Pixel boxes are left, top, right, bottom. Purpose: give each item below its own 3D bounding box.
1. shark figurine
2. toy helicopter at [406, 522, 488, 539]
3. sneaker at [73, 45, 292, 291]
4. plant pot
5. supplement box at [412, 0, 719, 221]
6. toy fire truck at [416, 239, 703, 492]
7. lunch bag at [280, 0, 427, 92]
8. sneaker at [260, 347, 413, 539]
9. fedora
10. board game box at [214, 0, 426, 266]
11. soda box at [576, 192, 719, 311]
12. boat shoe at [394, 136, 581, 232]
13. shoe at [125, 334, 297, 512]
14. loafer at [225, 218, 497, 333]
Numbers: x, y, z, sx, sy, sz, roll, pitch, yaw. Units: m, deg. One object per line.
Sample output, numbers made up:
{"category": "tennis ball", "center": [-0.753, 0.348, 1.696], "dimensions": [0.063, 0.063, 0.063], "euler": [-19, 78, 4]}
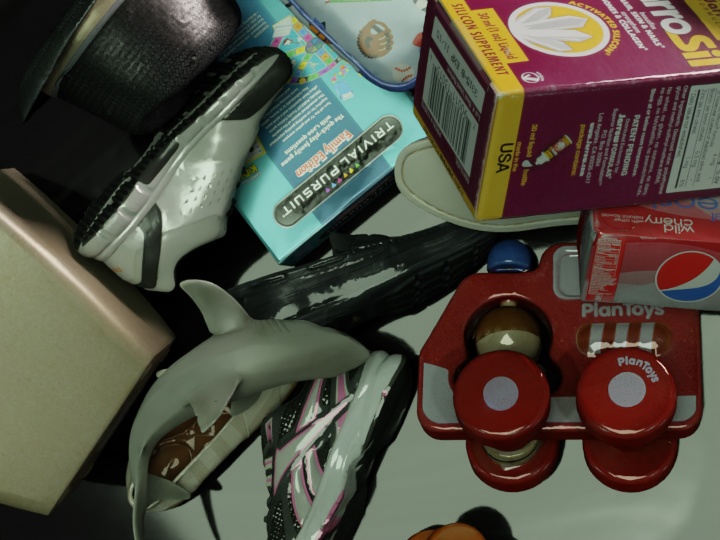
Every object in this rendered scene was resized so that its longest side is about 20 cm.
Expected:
{"category": "shark figurine", "center": [-0.110, 0.099, 1.262], "dimensions": [0.128, 0.090, 0.214], "euler": [39, 110, -25]}
{"category": "toy helicopter", "center": [0.055, 0.279, 1.290], "dimensions": [0.132, 0.079, 0.200], "euler": [38, 71, -5]}
{"category": "sneaker", "center": [-0.112, -0.072, 1.326], "dimensions": [0.080, 0.074, 0.200], "euler": [41, 89, -22]}
{"category": "plant pot", "center": [-0.245, 0.060, 1.329], "dimensions": [0.177, 0.200, 0.200], "euler": [34, 94, 0]}
{"category": "supplement box", "center": [0.151, -0.117, 1.235], "dimensions": [0.200, 0.131, 0.103], "euler": [-7, 130, -18]}
{"category": "toy fire truck", "center": [0.141, 0.057, 1.302], "dimensions": [0.200, 0.112, 0.168], "euler": [-1, 63, 10]}
{"category": "lunch bag", "center": [0.012, -0.234, 1.285], "dimensions": [0.200, 0.076, 0.160], "euler": [45, 106, 1]}
{"category": "sneaker", "center": [-0.038, 0.140, 1.345], "dimensions": [0.086, 0.080, 0.200], "euler": [23, 82, 19]}
{"category": "fedora", "center": [-0.144, -0.158, 1.282], "dimensions": [0.092, 0.201, 0.201], "euler": [39, 95, -4]}
{"category": "board game box", "center": [-0.057, -0.127, 1.367], "dimensions": [0.151, 0.047, 0.200], "euler": [-39, 81, 7]}
{"category": "soda box", "center": [0.248, -0.016, 1.259], "dimensions": [0.200, 0.070, 0.063], "euler": [5, 133, -1]}
{"category": "boat shoe", "center": [0.125, -0.073, 1.313], "dimensions": [0.200, 0.062, 0.075], "euler": [-1, 119, 5]}
{"category": "shoe", "center": [-0.103, 0.096, 1.362], "dimensions": [0.070, 0.053, 0.200], "euler": [37, 95, 10]}
{"category": "loafer", "center": [0.000, 0.000, 1.328], "dimensions": [0.200, 0.068, 0.070], "euler": [-24, 69, -8]}
